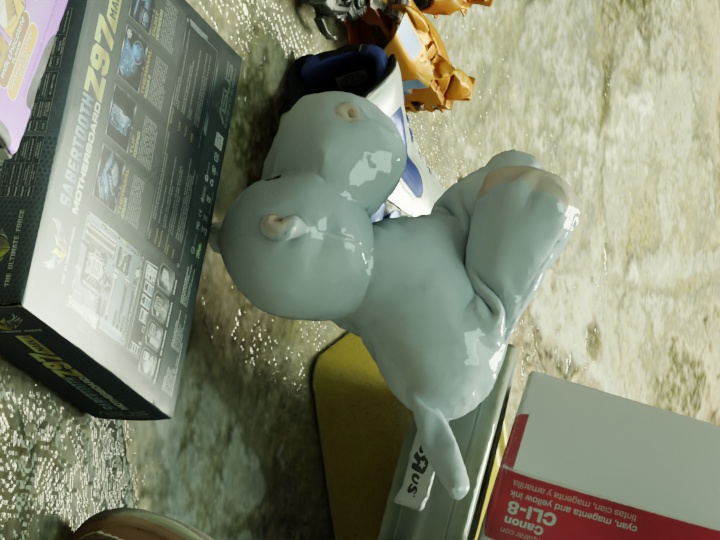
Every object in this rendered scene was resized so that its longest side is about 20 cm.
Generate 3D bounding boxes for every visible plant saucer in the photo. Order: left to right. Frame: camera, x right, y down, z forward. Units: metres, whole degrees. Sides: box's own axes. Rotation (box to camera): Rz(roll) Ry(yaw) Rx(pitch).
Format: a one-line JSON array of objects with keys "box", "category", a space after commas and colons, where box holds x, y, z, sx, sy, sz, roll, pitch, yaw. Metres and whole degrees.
[{"box": [0.043, 0.119, 1.792, 0.200, 0.048, 0.201, -36, 122, -60], "category": "plant saucer"}, {"box": [0.041, 0.134, 1.648, 0.200, 0.050, 0.201, 14, 90, -85], "category": "plant saucer"}]

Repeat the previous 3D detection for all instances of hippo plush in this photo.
[{"box": [0.000, 0.000, 1.534, 0.201, 0.160, 0.159, -65, -168, -15], "category": "hippo plush"}]

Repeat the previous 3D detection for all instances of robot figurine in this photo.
[{"box": [0.017, -0.188, 1.724, 0.200, 0.058, 0.146, 54, 41, -52], "category": "robot figurine"}]

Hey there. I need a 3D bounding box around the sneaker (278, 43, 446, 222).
[{"box": [0.009, -0.067, 1.681, 0.199, 0.080, 0.116, 11, 82, -63], "category": "sneaker"}]

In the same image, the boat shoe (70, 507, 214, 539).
[{"box": [-0.068, 0.198, 1.435, 0.200, 0.076, 0.072, 44, 41, -4], "category": "boat shoe"}]

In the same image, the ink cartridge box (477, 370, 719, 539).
[{"box": [0.132, 0.190, 1.695, 0.145, 0.144, 0.201, -66, 171, -68], "category": "ink cartridge box"}]

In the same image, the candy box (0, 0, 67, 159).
[{"box": [-0.194, -0.172, 1.251, 0.200, 0.071, 0.168, 58, 40, -50], "category": "candy box"}]

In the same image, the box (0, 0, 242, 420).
[{"box": [-0.126, -0.047, 1.421, 0.158, 0.051, 0.201, 44, 51, -59], "category": "box"}]
